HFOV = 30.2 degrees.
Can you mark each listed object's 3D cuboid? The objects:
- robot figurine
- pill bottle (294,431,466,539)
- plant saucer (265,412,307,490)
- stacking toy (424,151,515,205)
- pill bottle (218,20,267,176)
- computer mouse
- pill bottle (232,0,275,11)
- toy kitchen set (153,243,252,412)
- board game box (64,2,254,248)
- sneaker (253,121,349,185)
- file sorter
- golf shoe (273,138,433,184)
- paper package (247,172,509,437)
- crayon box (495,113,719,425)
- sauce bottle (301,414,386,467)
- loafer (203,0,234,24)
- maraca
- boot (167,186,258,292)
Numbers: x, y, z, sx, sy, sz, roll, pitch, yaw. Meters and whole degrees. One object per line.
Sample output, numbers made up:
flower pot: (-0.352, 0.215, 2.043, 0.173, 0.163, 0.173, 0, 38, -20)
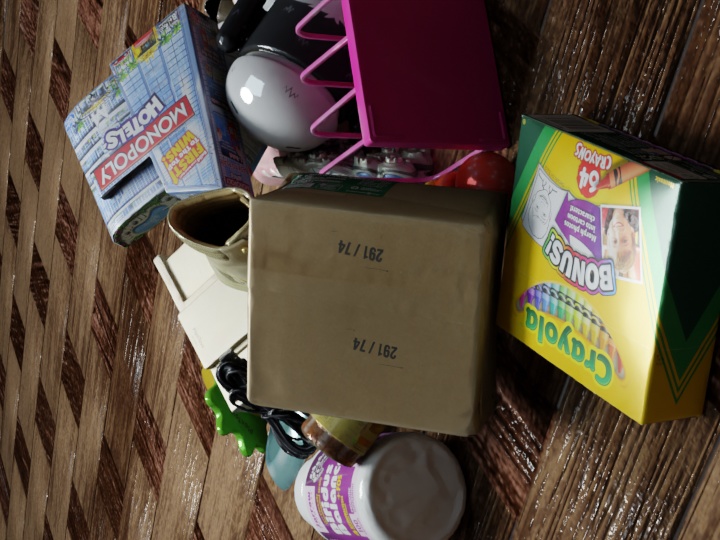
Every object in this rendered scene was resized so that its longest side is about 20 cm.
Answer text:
robot figurine: (-0.047, -0.210, 1.305, 0.150, 0.125, 0.200, 17, 66, 34)
pill bottle: (0.010, 0.215, 1.294, 0.200, 0.112, 0.113, 160, 106, -64)
plant saucer: (-0.067, 0.140, 1.456, 0.200, 0.027, 0.201, -162, 90, -81)
stacking toy: (0.063, -0.048, 1.181, 0.200, 0.085, 0.086, -35, 60, 45)
pill bottle: (-0.147, -0.153, 1.403, 0.200, 0.109, 0.109, -63, 23, -10)
computer mouse: (-0.033, 0.095, 1.303, 0.200, 0.139, 0.053, -31, 21, 32)
pill bottle: (-0.096, -0.333, 1.473, 0.111, 0.111, 0.200, 111, 146, -40)
toy kitchen set: (-0.080, 0.025, 1.456, 0.163, 0.180, 0.200, -40, 66, 24)
board game box: (-0.194, -0.122, 1.315, 0.200, 0.062, 0.200, -36, 64, 18)
sneaker: (-0.068, -0.116, 1.471, 0.200, 0.075, 0.105, -40, 51, 54)
file sorter: (0.025, -0.185, 1.181, 0.125, 0.139, 0.200, -29, 66, 57)
golf shoe: (-0.012, -0.076, 1.320, 0.200, 0.078, 0.097, 14, 118, 46)
paper package: (0.015, 0.024, 1.100, 0.103, 0.200, 0.191, -43, -43, -69)
crayon box: (0.180, -0.008, 0.973, 0.200, 0.058, 0.173, -143, 55, -59)
sauce bottle: (0.029, 0.083, 1.201, 0.200, 0.066, 0.066, -52, 34, 3)
loafer: (-0.138, -0.296, 1.610, 0.200, 0.071, 0.073, -146, 57, -60)
maraca: (-0.133, 0.123, 1.558, 0.107, 0.137, 0.200, -24, 39, 28)
boot: (-0.069, -0.022, 1.263, 0.155, 0.200, 0.073, 53, -132, -66)
